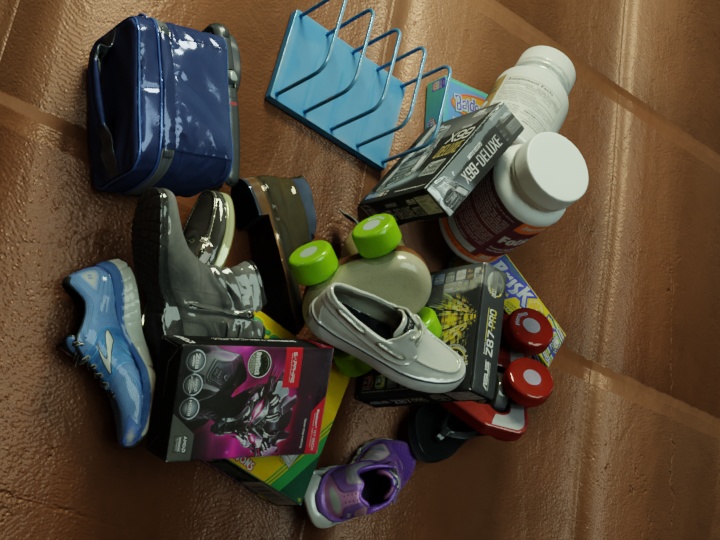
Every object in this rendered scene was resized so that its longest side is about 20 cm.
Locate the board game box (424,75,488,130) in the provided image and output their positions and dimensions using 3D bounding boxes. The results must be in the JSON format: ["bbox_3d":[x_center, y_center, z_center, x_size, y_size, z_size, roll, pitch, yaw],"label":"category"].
[{"bbox_3d":[0.160,-0.163,1.547,0.152,0.045,0.201,16,71,-35],"label":"board game box"}]

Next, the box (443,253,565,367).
[{"bbox_3d":[0.207,0.048,1.526,0.200,0.064,0.070,51,54,-18],"label":"box"}]

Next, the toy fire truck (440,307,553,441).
[{"bbox_3d":[0.159,0.128,1.418,0.167,0.112,0.201,15,49,-7],"label":"toy fire truck"}]

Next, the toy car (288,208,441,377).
[{"bbox_3d":[0.000,0.000,1.312,0.200,0.157,0.165,-104,171,-65],"label":"toy car"}]

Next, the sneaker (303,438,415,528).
[{"bbox_3d":[0.020,0.256,1.296,0.200,0.088,0.081,-15,87,-55],"label":"sneaker"}]

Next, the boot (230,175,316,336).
[{"bbox_3d":[-0.082,-0.025,1.299,0.097,0.075,0.201,-16,89,-37],"label":"boot"}]

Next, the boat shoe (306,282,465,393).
[{"bbox_3d":[0.039,0.071,1.195,0.199,0.066,0.072,29,45,-11],"label":"boat shoe"}]

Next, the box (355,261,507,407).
[{"bbox_3d":[0.087,0.085,1.330,0.049,0.199,0.162,27,65,-37],"label":"box"}]

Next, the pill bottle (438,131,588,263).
[{"bbox_3d":[0.199,-0.094,1.394,0.114,0.200,0.115,11,65,-25],"label":"pill bottle"}]

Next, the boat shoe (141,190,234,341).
[{"bbox_3d":[-0.197,-0.006,1.201,0.065,0.073,0.201,29,63,-37],"label":"boat shoe"}]

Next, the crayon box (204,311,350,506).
[{"bbox_3d":[-0.124,0.149,1.234,0.200,0.058,0.173,38,59,-27],"label":"crayon box"}]

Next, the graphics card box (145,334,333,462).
[{"bbox_3d":[-0.125,0.135,1.142,0.199,0.051,0.126,6,97,-39],"label":"graphics card box"}]

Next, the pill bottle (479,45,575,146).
[{"bbox_3d":[0.232,-0.224,1.515,0.114,0.114,0.200,46,54,-22],"label":"pill bottle"}]

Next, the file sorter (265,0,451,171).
[{"bbox_3d":[0.004,-0.250,1.389,0.200,0.122,0.139,29,63,-31],"label":"file sorter"}]

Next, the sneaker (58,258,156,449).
[{"bbox_3d":[-0.272,0.092,1.127,0.089,0.078,0.201,-11,81,-29],"label":"sneaker"}]

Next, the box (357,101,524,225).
[{"bbox_3d":[0.100,-0.131,1.366,0.050,0.200,0.158,46,72,-15],"label":"box"}]

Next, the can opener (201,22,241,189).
[{"bbox_3d":[-0.166,-0.198,1.276,0.078,0.063,0.201,3,78,-39],"label":"can opener"}]

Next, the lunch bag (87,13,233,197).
[{"bbox_3d":[-0.231,-0.184,1.172,0.132,0.136,0.201,3,77,-39],"label":"lunch bag"}]

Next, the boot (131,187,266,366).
[{"bbox_3d":[-0.171,0.002,1.149,0.131,0.070,0.201,-12,108,-35],"label":"boot"}]

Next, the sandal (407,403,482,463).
[{"bbox_3d":[0.134,0.200,1.429,0.200,0.043,0.076,-15,76,-47],"label":"sandal"}]
